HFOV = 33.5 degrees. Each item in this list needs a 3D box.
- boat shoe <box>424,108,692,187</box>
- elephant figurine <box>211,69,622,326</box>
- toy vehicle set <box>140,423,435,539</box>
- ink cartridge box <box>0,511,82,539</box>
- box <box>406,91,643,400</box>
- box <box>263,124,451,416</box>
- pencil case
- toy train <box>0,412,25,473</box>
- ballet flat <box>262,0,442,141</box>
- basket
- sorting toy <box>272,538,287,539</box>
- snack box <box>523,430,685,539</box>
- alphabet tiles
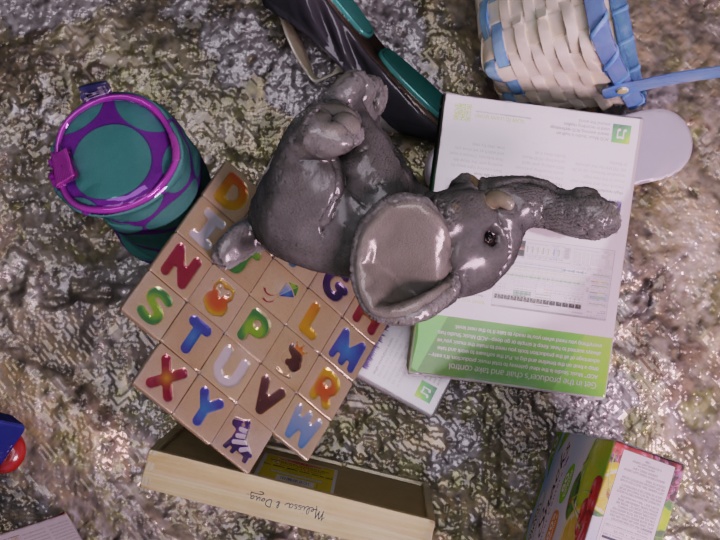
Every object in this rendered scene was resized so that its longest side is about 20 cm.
[{"bbox_3d":[0.144,-0.083,0.902,0.198,0.070,0.072,-11,92,-3],"label":"boat shoe"},{"bbox_3d":[0.036,-0.024,0.778,0.200,0.156,0.141,40,47,7],"label":"elephant figurine"},{"bbox_3d":[-0.047,0.153,0.849,0.198,0.124,0.027,14,92,2],"label":"toy vehicle set"},{"bbox_3d":[-0.272,0.253,0.802,0.175,0.200,0.084,-35,84,-4],"label":"ink cartridge box"},{"bbox_3d":[0.115,-0.017,0.851,0.143,0.036,0.202,8,92,1],"label":"box"},{"bbox_3d":[0.000,0.000,0.905,0.199,0.036,0.145,29,85,2],"label":"box"},{"bbox_3d":[-0.154,-0.060,0.835,0.091,0.200,0.086,-4,80,1],"label":"pencil case"},{"bbox_3d":[-0.348,0.168,0.877,0.115,0.085,0.201,33,85,14],"label":"toy train"},{"bbox_3d":[-0.003,-0.157,0.918,0.073,0.073,0.200,-42,91,-4],"label":"ballet flat"},{"bbox_3d":[0.183,-0.209,0.867,0.198,0.139,0.178,-12,70,26],"label":"basket"},{"bbox_3d":[-0.042,0.328,0.881,0.199,0.036,0.186,39,86,0],"label":"sorting toy"},{"bbox_3d":[0.150,0.186,0.808,0.052,0.200,0.144,20,85,2],"label":"snack box"},{"bbox_3d":[-0.064,0.027,0.817,0.166,0.006,0.201,41,60,-18],"label":"alphabet tiles"}]
